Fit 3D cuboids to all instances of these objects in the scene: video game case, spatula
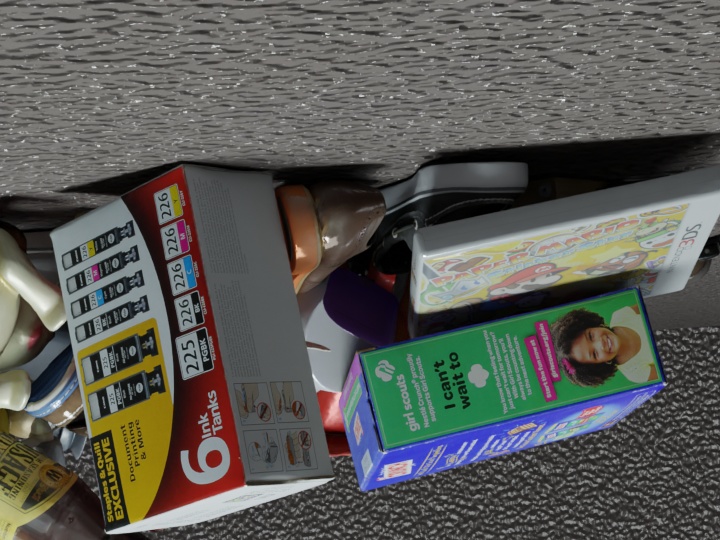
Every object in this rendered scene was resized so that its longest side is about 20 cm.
[{"bbox_3d":[0.131,-0.005,1.199,0.199,0.023,0.182,-12,160,-4],"label":"video game case"},{"bbox_3d":[0.000,0.000,1.311,0.056,0.021,0.200,28,-162,-11],"label":"spatula"}]

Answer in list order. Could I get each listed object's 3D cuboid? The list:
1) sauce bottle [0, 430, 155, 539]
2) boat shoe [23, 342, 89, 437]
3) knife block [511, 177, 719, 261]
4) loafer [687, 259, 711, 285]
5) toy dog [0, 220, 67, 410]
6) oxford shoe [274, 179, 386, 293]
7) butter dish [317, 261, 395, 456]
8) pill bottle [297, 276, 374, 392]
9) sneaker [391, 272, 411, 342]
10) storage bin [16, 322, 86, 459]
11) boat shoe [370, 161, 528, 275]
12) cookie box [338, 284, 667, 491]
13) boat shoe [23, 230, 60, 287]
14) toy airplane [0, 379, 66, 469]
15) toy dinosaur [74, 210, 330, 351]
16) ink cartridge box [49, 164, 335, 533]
[{"bbox_3d":[-0.220,0.155,1.224,0.199,0.066,0.066,28,175,3],"label":"sauce bottle"},{"bbox_3d":[-0.184,0.082,1.289,0.072,0.072,0.200,-44,-175,5],"label":"boat shoe"},{"bbox_3d":[0.161,-0.026,1.347,0.200,0.064,0.175,-10,171,43],"label":"knife block"},{"bbox_3d":[0.187,-0.017,1.504,0.199,0.073,0.071,-10,163,12],"label":"loafer"},{"bbox_3d":[-0.286,0.026,1.212,0.193,0.140,0.200,14,-177,25],"label":"toy dog"},{"bbox_3d":[-0.024,-0.023,1.240,0.073,0.072,0.200,-13,179,-9],"label":"oxford shoe"},{"bbox_3d":[0.018,0.035,1.487,0.199,0.200,0.148,-5,137,-25],"label":"butter dish"},{"bbox_3d":[-0.077,0.038,1.396,0.112,0.113,0.200,1,-174,-43],"label":"pill bottle"},{"bbox_3d":[0.056,0.053,1.381,0.077,0.201,0.073,10,175,27],"label":"sneaker"},{"bbox_3d":[-0.287,0.058,1.534,0.134,0.146,0.200,13,-171,-13],"label":"storage bin"},{"bbox_3d":[0.054,-0.030,1.218,0.070,0.067,0.200,-1,174,-26],"label":"boat shoe"},{"bbox_3d":[0.092,0.085,1.273,0.199,0.076,0.171,-14,167,-9],"label":"cookie box"},{"bbox_3d":[-0.264,0.018,1.368,0.199,0.069,0.072,-4,152,-9],"label":"boat shoe"},{"bbox_3d":[-0.281,0.142,1.364,0.141,0.200,0.199,-37,161,-26],"label":"toy airplane"},{"bbox_3d":[-0.115,0.016,1.298,0.199,0.058,0.101,27,-156,-3],"label":"toy dinosaur"},{"bbox_3d":[-0.123,0.058,1.156,0.175,0.201,0.084,-23,164,38],"label":"ink cartridge box"}]
